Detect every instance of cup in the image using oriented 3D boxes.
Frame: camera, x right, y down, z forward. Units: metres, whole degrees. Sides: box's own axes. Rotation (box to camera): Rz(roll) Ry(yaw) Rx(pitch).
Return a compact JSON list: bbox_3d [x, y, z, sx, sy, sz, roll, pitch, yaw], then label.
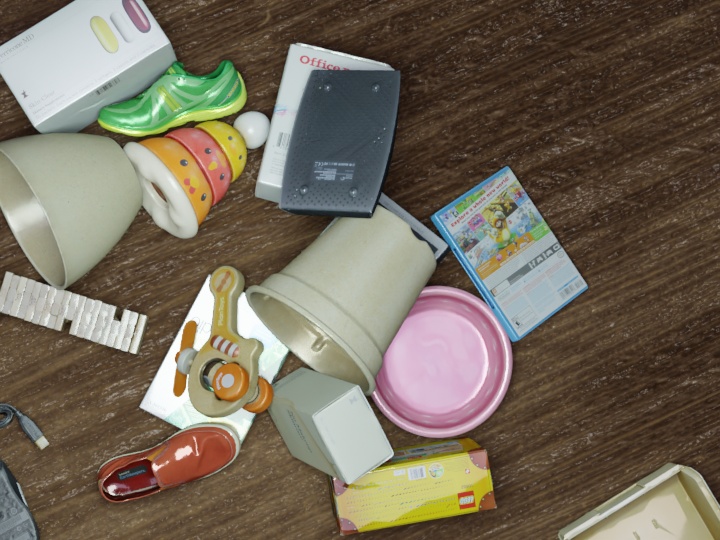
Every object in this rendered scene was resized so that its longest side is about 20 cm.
[{"bbox_3d":[-0.364,-0.096,1.658,0.143,0.200,0.201,-29,89,-26],"label":"cup"}]

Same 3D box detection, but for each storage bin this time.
[{"bbox_3d":[0.397,0.389,1.723,0.200,0.094,0.199,-31,89,-5],"label":"storage bin"}]

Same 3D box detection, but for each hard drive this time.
[{"bbox_3d":[-0.020,-0.156,1.617,0.135,0.042,0.201,3,66,19],"label":"hard drive"}]

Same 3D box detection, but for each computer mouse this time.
[{"bbox_3d":[-0.458,0.274,1.696,0.140,0.046,0.200,-34,84,-10],"label":"computer mouse"}]

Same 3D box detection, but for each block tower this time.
[{"bbox_3d":[-0.381,0.055,1.706,0.199,0.054,0.058,16,85,-4],"label":"block tower"}]

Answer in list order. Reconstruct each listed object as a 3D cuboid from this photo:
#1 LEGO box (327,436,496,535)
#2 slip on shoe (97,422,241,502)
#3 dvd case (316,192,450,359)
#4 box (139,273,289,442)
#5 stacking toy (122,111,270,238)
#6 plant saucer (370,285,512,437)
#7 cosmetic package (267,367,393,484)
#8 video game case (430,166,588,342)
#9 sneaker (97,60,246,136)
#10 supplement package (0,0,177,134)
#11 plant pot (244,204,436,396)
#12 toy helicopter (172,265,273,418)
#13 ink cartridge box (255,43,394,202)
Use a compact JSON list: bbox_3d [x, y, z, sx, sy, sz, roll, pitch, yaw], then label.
[{"bbox_3d":[0.061,0.275,1.677,0.199,0.149,0.077,-9,90,-4],"label":"LEGO box"},{"bbox_3d":[-0.248,0.253,1.683,0.199,0.061,0.074,-18,106,5],"label":"slip on shoe"},{"bbox_3d":[0.000,0.000,1.727,0.150,0.025,0.200,39,85,21],"label":"dvd case"},{"bbox_3d":[-0.184,0.125,1.725,0.144,0.036,0.200,27,87,-2],"label":"box"},{"bbox_3d":[-0.201,-0.151,1.710,0.200,0.146,0.146,-39,90,-22],"label":"stacking toy"},{"bbox_3d":[0.101,0.121,1.739,0.200,0.051,0.201,0,86,-3],"label":"plant saucer"},{"bbox_3d":[-0.046,0.192,1.637,0.073,0.200,0.104,-31,103,-18],"label":"cosmetic package"},{"bbox_3d":[0.201,-0.024,1.747,0.143,0.018,0.200,-33,90,-27],"label":"video game case"},{"bbox_3d":[-0.252,-0.231,1.716,0.199,0.074,0.084,-17,114,-13],"label":"sneaker"},{"bbox_3d":[-0.351,-0.270,1.676,0.200,0.156,0.111,-34,89,-5],"label":"supplement package"},{"bbox_3d":[-0.010,0.022,1.622,0.200,0.200,0.184,39,73,-1],"label":"plant pot"},{"bbox_3d":[-0.185,0.091,1.675,0.132,0.079,0.201,-8,68,24],"label":"toy helicopter"},{"bbox_3d":[-0.046,-0.182,1.716,0.145,0.088,0.201,13,78,-4],"label":"ink cartridge box"}]
